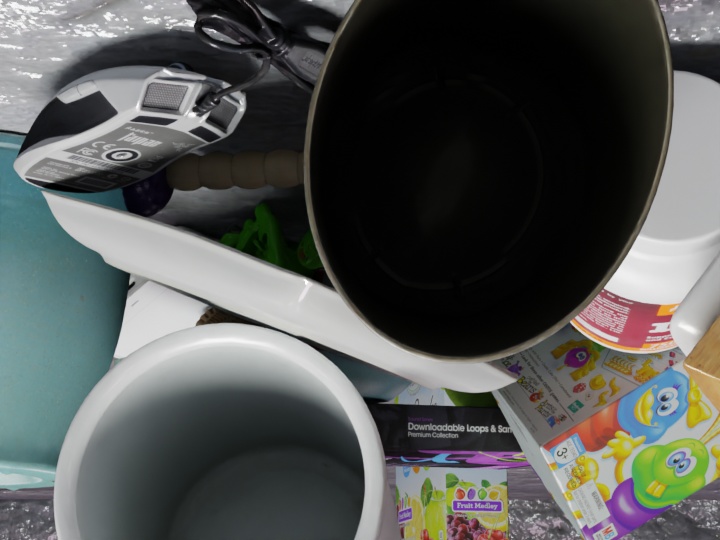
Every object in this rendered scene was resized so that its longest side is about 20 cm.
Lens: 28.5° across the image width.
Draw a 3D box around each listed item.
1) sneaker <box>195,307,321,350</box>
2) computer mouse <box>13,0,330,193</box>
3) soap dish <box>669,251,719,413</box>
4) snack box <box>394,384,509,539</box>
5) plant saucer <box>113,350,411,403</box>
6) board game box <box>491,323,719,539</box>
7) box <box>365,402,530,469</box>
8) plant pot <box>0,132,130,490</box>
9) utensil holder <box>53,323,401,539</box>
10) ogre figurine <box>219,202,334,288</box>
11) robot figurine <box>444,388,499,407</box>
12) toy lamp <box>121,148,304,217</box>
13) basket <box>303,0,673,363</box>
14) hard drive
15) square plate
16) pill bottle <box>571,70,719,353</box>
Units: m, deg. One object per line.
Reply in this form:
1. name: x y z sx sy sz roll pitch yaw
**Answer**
1. sneaker: -0.014 0.050 1.053 0.199 0.072 0.113 -15 144 8
2. computer mouse: -0.099 -0.087 0.692 0.199 0.044 0.109 -18 162 37
3. soap dish: 0.243 -0.007 0.681 0.081 0.200 0.157 39 -178 25
4. snack box: 0.083 0.170 1.348 0.067 0.202 0.169 5 164 -14
5. plant saucer: -0.059 0.072 0.915 0.198 0.028 0.200 0 171 0
6. board game box: 0.193 0.066 0.892 0.199 0.105 0.103 -31 123 -2
7. box: 0.047 0.119 1.003 0.199 0.036 0.143 6 167 -23
8. plant pot: -0.239 0.035 0.873 0.198 0.190 0.200 1 165 0
9. utensil holder: -0.062 0.144 0.790 0.169 0.171 0.200 -1 157 6
10. ogre figurine: 0.000 0.000 0.911 0.119 0.099 0.199 24 145 -34
11. robot figurine: 0.123 0.056 1.074 0.174 0.117 0.200 11 164 -5
12. toy lamp: -0.029 -0.055 0.777 0.198 0.059 0.058 -2 165 11
13. basket: 0.043 -0.044 0.631 0.135 0.182 0.200 20 173 -2
14. hard drive: -0.104 0.037 1.080 0.132 0.026 0.199 -37 143 27
15. square plate: -0.044 0.017 0.754 0.199 0.029 0.198 17 175 39
16. pill bottle: 0.155 -0.028 0.752 0.112 0.114 0.200 -1 166 7
